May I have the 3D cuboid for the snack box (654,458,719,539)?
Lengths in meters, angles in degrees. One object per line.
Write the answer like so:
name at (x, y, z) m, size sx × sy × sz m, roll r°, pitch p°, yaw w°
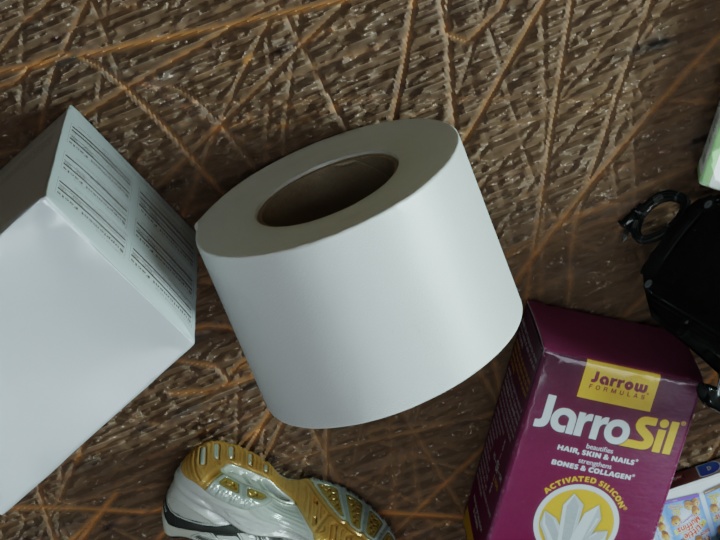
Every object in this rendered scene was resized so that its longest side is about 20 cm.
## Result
snack box at (0.322, 0.175, 1.638) m, size 0.199 × 0.024 × 0.072 m, roll -19°, pitch 114°, yaw 4°

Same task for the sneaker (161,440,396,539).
sneaker at (-0.062, 0.206, 1.610) m, size 0.199 × 0.076 × 0.088 m, roll 29°, pitch 123°, yaw -11°

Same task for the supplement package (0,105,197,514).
supplement package at (-0.228, 0.023, 1.448) m, size 0.191 × 0.200 × 0.147 m, roll -41°, pitch 108°, yaw 12°

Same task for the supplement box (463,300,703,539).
supplement box at (0.167, 0.141, 1.573) m, size 0.130 × 0.103 × 0.201 m, roll 11°, pitch 110°, yaw -7°

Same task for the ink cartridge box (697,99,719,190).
ink cartridge box at (0.361, -0.104, 1.498) m, size 0.199 × 0.048 × 0.146 m, roll 17°, pitch 109°, yaw 3°

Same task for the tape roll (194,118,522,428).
tape roll at (0.000, 0.000, 1.454) m, size 0.201 × 0.203 × 0.140 m, roll -22°, pitch 111°, yaw 5°

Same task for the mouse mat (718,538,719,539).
mouse mat at (0.351, 0.275, 1.663) m, size 0.199 × 0.008 × 0.161 m, roll 34°, pitch 123°, yaw -17°

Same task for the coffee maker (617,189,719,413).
coffee maker at (0.314, 0.037, 1.523) m, size 0.134 × 0.193 × 0.200 m, roll -38°, pitch 126°, yaw 18°
